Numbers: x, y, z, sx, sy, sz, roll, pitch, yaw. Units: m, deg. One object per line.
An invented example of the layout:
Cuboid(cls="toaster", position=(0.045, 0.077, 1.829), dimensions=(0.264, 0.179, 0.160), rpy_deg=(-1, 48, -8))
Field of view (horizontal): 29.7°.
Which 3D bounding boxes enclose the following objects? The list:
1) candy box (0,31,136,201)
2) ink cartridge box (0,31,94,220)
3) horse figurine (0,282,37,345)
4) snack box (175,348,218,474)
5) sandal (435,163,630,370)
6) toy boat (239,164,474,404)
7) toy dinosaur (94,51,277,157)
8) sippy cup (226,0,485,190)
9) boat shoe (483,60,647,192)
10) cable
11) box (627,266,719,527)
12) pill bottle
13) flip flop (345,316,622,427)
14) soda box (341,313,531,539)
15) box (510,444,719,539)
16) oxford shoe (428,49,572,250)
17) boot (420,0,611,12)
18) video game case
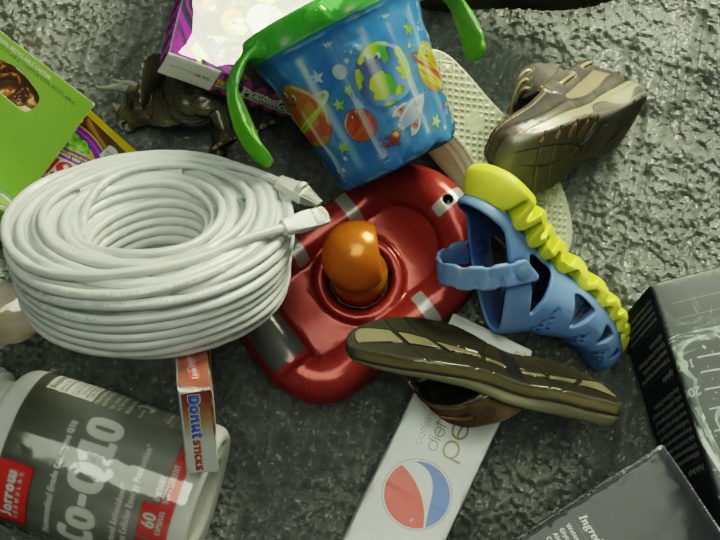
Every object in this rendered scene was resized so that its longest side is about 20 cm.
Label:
Cuboid(cls="candy box", position=(-0.257, -0.096, 1.089), dimensions=(0.200, 0.026, 0.102), rpy_deg=(40, 81, 11))
Cuboid(cls="ink cartridge box", position=(-0.326, -0.094, 1.038), dimensions=(0.148, 0.076, 0.200), rpy_deg=(37, 92, 10))
Cuboid(cls="horse figurine", position=(-0.260, 0.034, 0.988), dimensions=(0.199, 0.132, 0.050), rpy_deg=(-15, 96, -25))
Cuboid(cls="snack box", position=(-0.119, 0.050, 0.963), dimensions=(0.024, 0.072, 0.200), rpy_deg=(-4, 34, -6))
Cuboid(cls="sandal", position=(0.121, 0.013, 0.995), dimensions=(0.200, 0.079, 0.087), rpy_deg=(44, 80, -27))
Cuboid(cls="toy boat", position=(0.000, 0.000, 1.005), dimensions=(0.200, 0.131, 0.131), rpy_deg=(-37, 77, -10))
Cuboid(cls="toy dinosaur", position=(-0.103, -0.152, 1.080), dimensions=(0.199, 0.077, 0.103), rpy_deg=(-27, 88, -4))
Cuboid(cls="sippy cup", position=(0.002, -0.135, 0.982), dimensions=(0.177, 0.140, 0.131), rpy_deg=(-25, 97, 16))
Cuboid(cls="boat shoe", position=(0.144, -0.115, 1.036), dimensions=(0.073, 0.075, 0.200), rpy_deg=(40, 33, 20))
Cuboid(cls="cable", position=(-0.144, -0.016, 0.937), dimensions=(0.199, 0.070, 0.199), rpy_deg=(27, 43, 37))
Cuboid(cls="box", position=(0.318, 0.093, 0.983), dimensions=(0.199, 0.124, 0.198), rpy_deg=(-14, 76, -4))
Cuboid(cls="pill bottle", position=(-0.204, 0.138, 0.972), dimensions=(0.199, 0.114, 0.115), rpy_deg=(16, 74, 5))
Cuboid(cls="flip flop", position=(0.084, 0.083, 0.951), dimensions=(0.199, 0.081, 0.058), rpy_deg=(16, 108, -8))
Cuboid(cls="soda box", position=(0.053, 0.139, 0.999), dimensions=(0.068, 0.064, 0.201), rpy_deg=(25, 74, 7))
Cuboid(cls="box", position=(0.132, 0.229, 0.902), dimensions=(0.199, 0.197, 0.118), rpy_deg=(-32, 76, -9))
Cuboid(cls="oxford shoe", position=(0.096, -0.086, 1.073), dimensions=(0.075, 0.058, 0.200), rpy_deg=(-39, 92, -22))
Cuboid(cls="boot", position=(0.124, -0.314, 1.088), dimensions=(0.174, 0.066, 0.201), rpy_deg=(2, 88, 10))
Cuboid(cls="video game case", position=(-0.053, -0.215, 1.074), dimensions=(0.180, 0.036, 0.201), rpy_deg=(19, 64, -18))
